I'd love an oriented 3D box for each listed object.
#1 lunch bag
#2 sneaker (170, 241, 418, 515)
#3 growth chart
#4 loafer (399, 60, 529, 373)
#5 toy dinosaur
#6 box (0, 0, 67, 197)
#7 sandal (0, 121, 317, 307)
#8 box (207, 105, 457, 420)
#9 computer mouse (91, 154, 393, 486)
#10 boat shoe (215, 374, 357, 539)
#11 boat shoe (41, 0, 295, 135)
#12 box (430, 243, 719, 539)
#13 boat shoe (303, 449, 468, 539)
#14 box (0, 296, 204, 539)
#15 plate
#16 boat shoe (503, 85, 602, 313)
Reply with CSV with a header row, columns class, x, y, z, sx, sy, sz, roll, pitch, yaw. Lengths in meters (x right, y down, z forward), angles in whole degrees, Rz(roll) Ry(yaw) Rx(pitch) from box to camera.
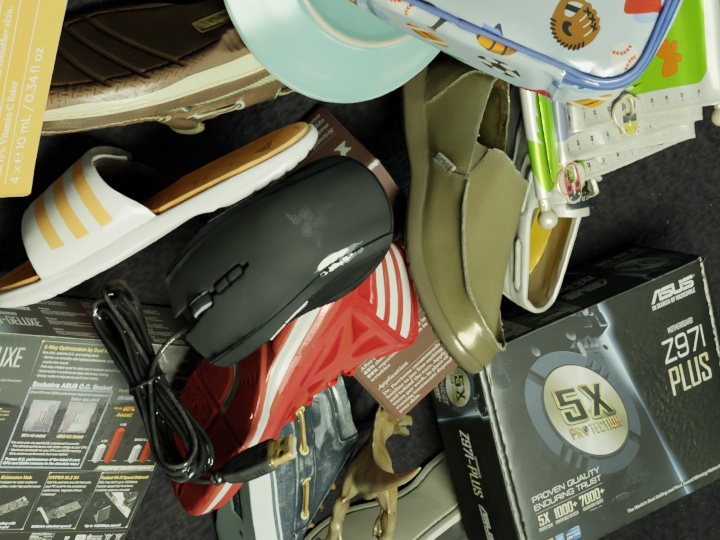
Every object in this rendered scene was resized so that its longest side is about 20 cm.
class,x,y,z,sx,sy,sz,roll,pitch,yaw
lunch bag,0.075,-0.186,0.912,0.161,0.199,0.076,-64,179,-3
sneaker,-0.029,0.065,1.066,0.115,0.079,0.201,10,122,-37
growth chart,0.169,-0.130,1.159,0.199,0.018,0.146,-27,112,-32
loafer,0.065,-0.040,1.071,0.067,0.202,0.076,-14,160,18
toy dinosaur,0.006,0.141,1.206,0.058,0.200,0.102,9,98,0
box,-0.251,-0.107,0.840,0.198,0.098,0.125,-6,126,-35
sandal,-0.123,-0.048,0.998,0.205,0.079,0.060,-27,103,7
box,0.000,0.000,1.142,0.100,0.075,0.200,-41,140,-1
computer mouse,-0.059,0.034,0.978,0.199,0.142,0.046,-28,170,23
boat shoe,-0.046,0.150,1.226,0.090,0.071,0.202,-24,135,-24
boat shoe,-0.099,-0.102,0.983,0.201,0.075,0.075,-19,139,-26
box,0.160,0.093,1.285,0.199,0.086,0.165,-21,106,-24
boat shoe,0.033,0.195,1.328,0.199,0.074,0.061,-33,133,-25
box,-0.206,0.092,1.070,0.199,0.050,0.159,6,118,-41
plate,0.005,-0.190,0.978,0.199,0.025,0.202,-12,109,-38
boat shoe,0.130,-0.062,1.194,0.070,0.070,0.202,-6,126,-35
